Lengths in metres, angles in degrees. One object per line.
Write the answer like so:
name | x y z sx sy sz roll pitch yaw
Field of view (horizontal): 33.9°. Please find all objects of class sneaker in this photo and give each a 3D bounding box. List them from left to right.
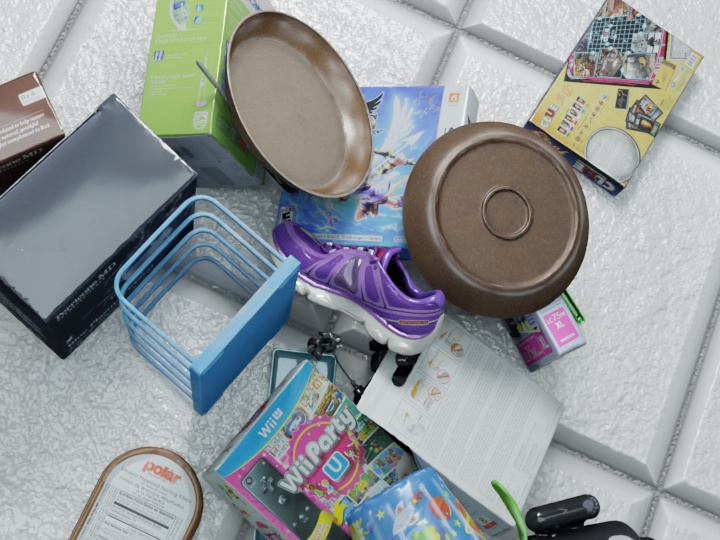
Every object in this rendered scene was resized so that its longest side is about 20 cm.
sneaker | 0.000 0.000 1.172 0.199 0.081 0.084 30 114 14

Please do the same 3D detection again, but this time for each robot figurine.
robot figurine | 0.217 0.318 1.179 0.198 0.125 0.151 -8 54 -12

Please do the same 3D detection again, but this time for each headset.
headset | 0.037 0.111 1.213 0.199 0.094 0.125 24 68 -16

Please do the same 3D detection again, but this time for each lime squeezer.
lime squeezer | 0.189 -0.032 1.280 0.037 0.071 0.201 -23 119 4

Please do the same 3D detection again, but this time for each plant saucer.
plant saucer | -0.065 -0.161 1.177 0.199 0.032 0.202 26 52 -38
plant saucer | -0.067 0.183 1.219 0.069 0.019 0.202 7 74 -8
plant saucer | 0.140 -0.055 1.172 0.198 0.034 0.202 2 79 -12

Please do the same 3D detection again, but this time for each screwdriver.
screwdriver | -0.108 -0.139 1.172 0.028 0.200 0.029 -37 51 1

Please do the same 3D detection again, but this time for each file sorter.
file sorter | -0.152 0.034 1.151 0.122 0.200 0.139 40 73 7

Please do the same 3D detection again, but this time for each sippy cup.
sippy cup | 0.056 0.261 1.100 0.177 0.140 0.131 -20 73 -42

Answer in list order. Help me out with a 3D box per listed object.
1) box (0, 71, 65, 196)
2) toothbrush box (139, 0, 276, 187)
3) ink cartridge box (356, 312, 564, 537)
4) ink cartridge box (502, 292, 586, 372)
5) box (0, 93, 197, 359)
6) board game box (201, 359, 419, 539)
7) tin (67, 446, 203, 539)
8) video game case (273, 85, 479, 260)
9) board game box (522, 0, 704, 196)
box | -0.340 -0.109 1.153 0.100 0.200 0.075 -26 80 -15
toothbrush box | -0.152 -0.205 1.230 0.085 0.146 0.202 1 75 18
ink cartridge box | 0.098 0.148 1.204 0.199 0.050 0.163 36 53 -5
ink cartridge box | 0.160 0.005 1.250 0.042 0.119 0.201 -24 81 -11
box | -0.266 -0.035 1.147 0.117 0.200 0.197 42 74 3
board game box | -0.034 0.213 1.175 0.200 0.064 0.148 43 67 -5
tin | -0.228 0.269 1.160 0.111 0.042 0.201 27 73 -6
video game case | 0.016 -0.105 1.248 0.198 0.045 0.183 3 72 21
board game box | 0.293 -0.206 1.373 0.135 0.035 0.201 35 73 0
